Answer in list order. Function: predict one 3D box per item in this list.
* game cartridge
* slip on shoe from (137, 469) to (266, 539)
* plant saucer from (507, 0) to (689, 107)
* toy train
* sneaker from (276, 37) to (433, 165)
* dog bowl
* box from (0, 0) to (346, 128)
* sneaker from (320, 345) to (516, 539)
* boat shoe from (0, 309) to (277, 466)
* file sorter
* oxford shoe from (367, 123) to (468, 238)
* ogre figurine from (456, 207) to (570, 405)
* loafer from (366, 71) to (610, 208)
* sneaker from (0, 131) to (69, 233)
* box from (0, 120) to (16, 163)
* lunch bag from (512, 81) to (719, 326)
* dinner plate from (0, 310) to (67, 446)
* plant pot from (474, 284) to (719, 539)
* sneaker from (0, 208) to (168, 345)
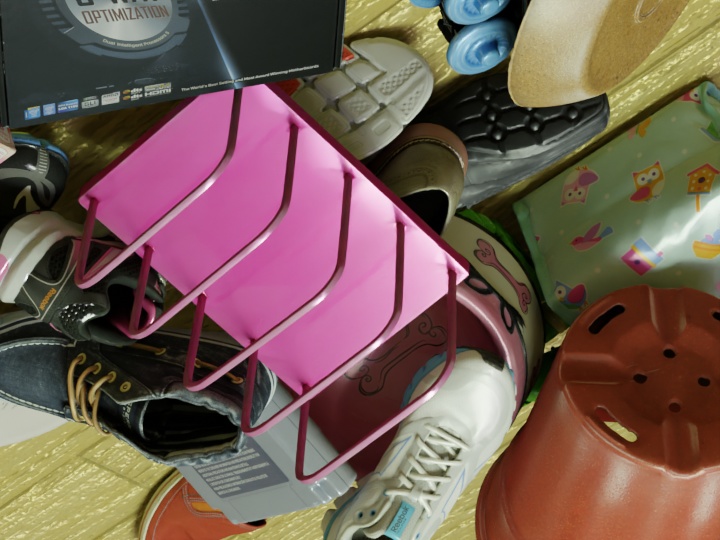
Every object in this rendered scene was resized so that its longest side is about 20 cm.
[{"bbox_3d":[-0.087,0.107,1.833,0.041,0.133,0.200,-48,-169,-23],"label":"game cartridge"},{"bbox_3d":[-0.099,0.170,2.013,0.074,0.061,0.200,12,135,-40],"label":"slip on shoe"},{"bbox_3d":[0.161,-0.172,1.601,0.200,0.035,0.200,-47,161,-21],"label":"plant saucer"},{"bbox_3d":[0.087,-0.195,1.586,0.114,0.087,0.200,-24,148,-9],"label":"toy train"},{"bbox_3d":[-0.039,-0.072,1.707,0.200,0.077,0.082,-36,165,3],"label":"sneaker"},{"bbox_3d":[0.024,0.058,1.822,0.200,0.074,0.200,2,116,4],"label":"dog bowl"},{"bbox_3d":[-0.107,-0.159,1.488,0.200,0.044,0.160,-11,145,-12],"label":"box"},{"bbox_3d":[0.039,0.140,1.773,0.075,0.087,0.200,29,113,-6],"label":"sneaker"},{"bbox_3d":[-0.157,0.072,1.694,0.200,0.091,0.071,3,113,9],"label":"boat shoe"},{"bbox_3d":[-0.053,0.006,1.600,0.139,0.125,0.200,-38,114,22],"label":"file sorter"},{"bbox_3d":[0.000,0.000,1.712,0.071,0.074,0.200,23,118,-12],"label":"oxford shoe"},{"bbox_3d":[0.089,0.043,1.903,0.120,0.098,0.200,-40,152,9],"label":"ogre figurine"},{"bbox_3d":[0.067,-0.076,1.756,0.201,0.068,0.070,-20,152,10],"label":"loafer"},{"bbox_3d":[-0.237,-0.009,1.676,0.071,0.083,0.200,19,130,-30],"label":"sneaker"},{"bbox_3d":[-0.296,-0.113,1.492,0.095,0.103,0.200,-34,144,20],"label":"box"},{"bbox_3d":[0.230,-0.011,1.877,0.170,0.122,0.200,-34,137,18],"label":"lunch bag"},{"bbox_3d":[-0.237,0.081,1.824,0.200,0.024,0.200,-18,157,-8],"label":"dinner plate"},{"bbox_3d":[0.188,0.123,1.804,0.201,0.201,0.195,-10,144,-15],"label":"plant pot"},{"bbox_3d":[-0.153,0.010,1.683,0.080,0.086,0.200,-57,163,24],"label":"sneaker"}]
